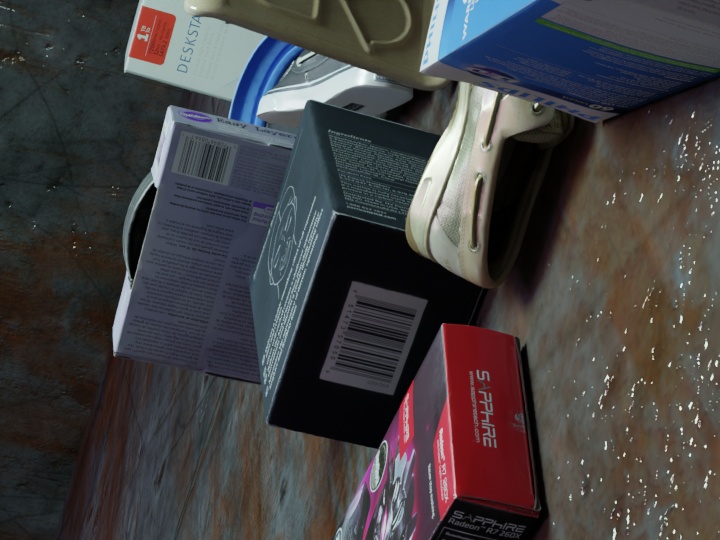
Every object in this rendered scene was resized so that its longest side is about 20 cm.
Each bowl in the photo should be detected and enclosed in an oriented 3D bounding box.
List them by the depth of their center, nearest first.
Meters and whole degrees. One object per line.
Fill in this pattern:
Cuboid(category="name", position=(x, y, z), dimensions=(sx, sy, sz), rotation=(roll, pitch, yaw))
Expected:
Cuboid(category="bowl", position=(-0.061, -0.122, 1.413), dimensions=(0.200, 0.039, 0.203), rotation=(-13, 74, 56))

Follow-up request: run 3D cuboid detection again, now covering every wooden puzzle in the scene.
Cuboid(category="wooden puzzle", position=(-0.024, -0.223, 1.135), dimensions=(0.046, 0.198, 0.187), rotation=(123, 157, -54))

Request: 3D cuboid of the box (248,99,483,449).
Cuboid(category="box", position=(0.000, 0.000, 1.012), dimensions=(0.200, 0.106, 0.150), rotation=(-105, 31, -63))

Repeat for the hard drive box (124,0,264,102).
Cuboid(category="hard drive box", position=(-0.142, -0.270, 1.679), dimensions=(0.077, 0.198, 0.157), rotation=(-105, 31, -65))

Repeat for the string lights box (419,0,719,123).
Cuboid(category="string lights box", position=(0.106, -0.120, 0.699), dimensions=(0.200, 0.102, 0.060), rotation=(169, 114, -75))

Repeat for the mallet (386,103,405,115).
Cuboid(category="mallet", position=(0.030, -0.217, 1.277), dimensions=(0.066, 0.041, 0.201), rotation=(120, 155, -43))

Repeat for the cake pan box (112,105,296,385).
Cuboid(category="cake pan box", position=(-0.075, -0.010, 1.136), dimensions=(0.052, 0.198, 0.186), rotation=(-119, 42, -67))

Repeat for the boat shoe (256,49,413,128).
Cuboid(category="boat shoe", position=(-0.021, -0.158, 1.239), dimensions=(0.200, 0.071, 0.069), rotation=(-12, 70, 61))

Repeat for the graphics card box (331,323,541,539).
Cuboid(category="graphics card box", position=(0.034, 0.143, 0.848), dimensions=(0.126, 0.050, 0.201), rotation=(-92, 19, -48))

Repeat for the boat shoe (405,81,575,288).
Cuboid(category="boat shoe", position=(0.089, -0.089, 0.843), dimensions=(0.065, 0.072, 0.202), rotation=(31, 106, 38))
